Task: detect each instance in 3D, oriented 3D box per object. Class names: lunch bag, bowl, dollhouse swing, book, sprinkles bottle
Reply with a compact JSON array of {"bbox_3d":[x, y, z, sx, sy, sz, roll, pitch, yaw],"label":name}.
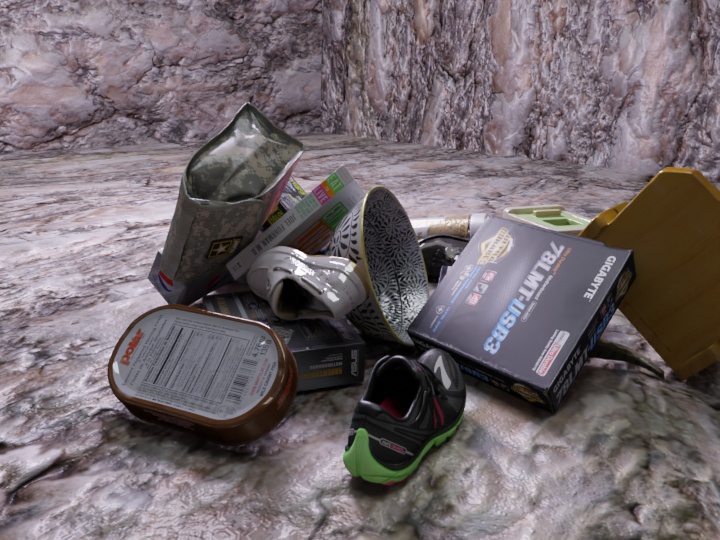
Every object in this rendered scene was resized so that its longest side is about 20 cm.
[{"bbox_3d":[-0.176,-0.087,0.805,0.116,0.165,0.202,34,48,-4],"label":"lunch bag"},{"bbox_3d":[0.010,0.005,0.797,0.092,0.207,0.200,-15,9,24],"label":"bowl"},{"bbox_3d":[0.381,-0.016,0.725,0.179,0.177,0.202,-18,63,-49],"label":"dollhouse swing"},{"bbox_3d":[-0.080,-0.055,0.844,0.049,0.198,0.133,51,5,11],"label":"book"},{"bbox_3d":[0.134,-0.062,1.116,0.194,0.071,0.068,-2,14,22],"label":"sprinkles bottle"}]

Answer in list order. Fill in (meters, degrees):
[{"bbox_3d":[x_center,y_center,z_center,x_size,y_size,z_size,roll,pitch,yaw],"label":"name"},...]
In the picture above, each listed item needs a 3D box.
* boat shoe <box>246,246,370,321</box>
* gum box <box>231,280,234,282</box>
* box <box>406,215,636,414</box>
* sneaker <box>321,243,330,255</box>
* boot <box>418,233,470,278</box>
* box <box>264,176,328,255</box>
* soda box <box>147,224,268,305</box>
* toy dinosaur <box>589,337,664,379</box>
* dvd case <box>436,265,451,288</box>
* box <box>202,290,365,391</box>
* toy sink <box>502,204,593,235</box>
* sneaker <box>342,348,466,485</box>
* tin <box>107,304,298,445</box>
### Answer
[{"bbox_3d":[-0.079,0.021,0.707,0.197,0.072,0.069,1,38,47],"label":"boat shoe"},{"bbox_3d":[-0.201,-0.035,1.078,0.195,0.046,0.168,-10,21,-36],"label":"gum box"},{"bbox_3d":[0.183,0.038,0.719,0.196,0.050,0.201,19,62,45],"label":"box"},{"bbox_3d":[0.000,0.000,0.932,0.094,0.081,0.199,30,41,22],"label":"sneaker"},{"bbox_3d":[0.171,0.004,0.974,0.193,0.071,0.175,-6,26,-5],"label":"boot"},{"bbox_3d":[-0.105,-0.085,1.006,0.201,0.044,0.160,49,14,12],"label":"box"},{"bbox_3d":[-0.210,-0.022,0.910,0.068,0.064,0.199,46,41,8],"label":"soda box"},{"bbox_3d":[0.264,0.070,0.748,0.193,0.091,0.047,7,-7,11],"label":"toy dinosaur"},{"bbox_3d":[0.197,0.051,0.843,0.193,0.016,0.150,7,35,12],"label":"dvd case"},{"bbox_3d":[-0.098,0.077,0.731,0.153,0.050,0.200,-5,19,-21],"label":"box"},{"bbox_3d":[0.315,-0.046,1.064,0.126,0.116,0.200,-4,18,-20],"label":"toy sink"},{"bbox_3d":[0.051,0.115,0.570,0.074,0.087,0.199,10,19,23],"label":"sneaker"},{"bbox_3d":[-0.152,0.093,0.591,0.194,0.042,0.114,8,53,21],"label":"tin"}]
